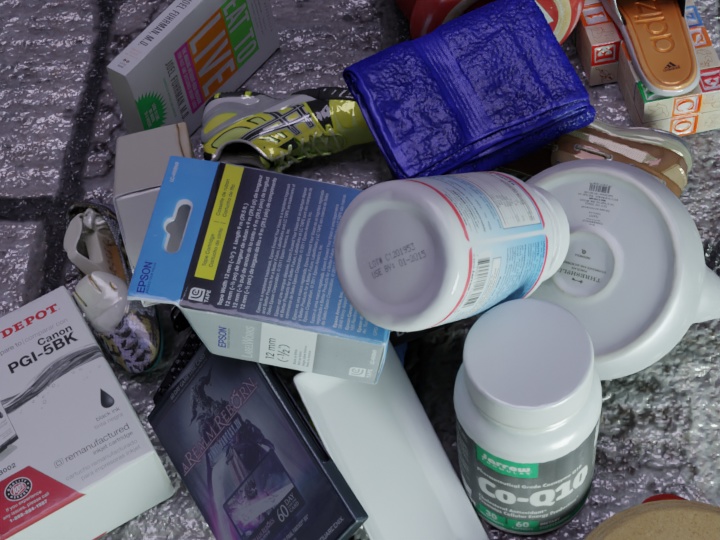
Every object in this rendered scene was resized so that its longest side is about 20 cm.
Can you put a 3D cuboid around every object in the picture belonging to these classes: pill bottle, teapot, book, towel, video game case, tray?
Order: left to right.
[{"bbox_3d":[-0.167,-0.219,1.357,0.048,0.134,0.200,28,63,23],"label":"book"},{"bbox_3d":[-0.088,0.154,1.076,0.019,0.143,0.200,-8,55,-49],"label":"video game case"},{"bbox_3d":[0.023,0.158,1.074,0.107,0.022,0.201,-23,85,-39],"label":"tray"},{"bbox_3d":[0.078,-0.019,1.019,0.109,0.109,0.200,36,24,27],"label":"pill bottle"},{"bbox_3d":[0.100,-0.161,1.225,0.199,0.050,0.148,-25,80,-11],"label":"towel"},{"bbox_3d":[0.129,0.115,1.048,0.112,0.200,0.114,-3,55,5],"label":"pill bottle"},{"bbox_3d":[0.202,0.003,1.160,0.197,0.146,0.201,-35,73,15],"label":"teapot"}]

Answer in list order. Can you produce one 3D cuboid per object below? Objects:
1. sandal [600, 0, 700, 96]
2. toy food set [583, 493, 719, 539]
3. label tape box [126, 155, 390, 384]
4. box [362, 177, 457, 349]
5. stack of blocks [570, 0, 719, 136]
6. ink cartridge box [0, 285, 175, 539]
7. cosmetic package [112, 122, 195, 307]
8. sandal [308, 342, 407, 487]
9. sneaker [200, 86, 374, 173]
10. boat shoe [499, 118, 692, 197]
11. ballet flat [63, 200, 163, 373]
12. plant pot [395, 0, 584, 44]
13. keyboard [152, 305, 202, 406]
[{"bbox_3d":[0.283,-0.260,1.305,0.079,0.059,0.208,-13,55,-2],"label":"sandal"},{"bbox_3d":[0.248,0.262,1.025,0.199,0.049,0.199,-23,55,-9],"label":"toy food set"},{"bbox_3d":[-0.069,-0.002,1.064,0.199,0.066,0.144,10,55,2],"label":"label tape box"},{"bbox_3d":[0.000,0.000,1.191,0.157,0.050,0.200,-21,31,-7],"label":"box"},{"bbox_3d":[0.282,-0.225,1.354,0.114,0.059,0.201,-11,55,-1],"label":"stack of blocks"},{"bbox_3d":[-0.270,0.133,1.154,0.146,0.083,0.200,-29,57,-13],"label":"ink cartridge box"},{"bbox_3d":[-0.175,-0.056,1.208,0.073,0.104,0.200,-14,22,-5],"label":"cosmetic package"},{"bbox_3d":[0.002,0.134,1.138,0.087,0.079,0.201,35,50,-15],"label":"sandal"},{"bbox_3d":[-0.062,-0.130,1.329,0.199,0.075,0.077,-3,62,18],"label":"sneaker"},{"bbox_3d":[0.209,-0.099,1.268,0.199,0.076,0.072,7,58,13],"label":"boat shoe"},{"bbox_3d":[-0.237,0.010,1.237,0.072,0.072,0.201,-19,51,-7],"label":"ballet flat"},{"bbox_3d":[0.119,-0.309,1.348,0.199,0.201,0.183,-12,57,-2],"label":"plant pot"},{"bbox_3d":[-0.132,0.035,1.183,0.201,0.040,0.104,-60,31,-6],"label":"keyboard"}]
